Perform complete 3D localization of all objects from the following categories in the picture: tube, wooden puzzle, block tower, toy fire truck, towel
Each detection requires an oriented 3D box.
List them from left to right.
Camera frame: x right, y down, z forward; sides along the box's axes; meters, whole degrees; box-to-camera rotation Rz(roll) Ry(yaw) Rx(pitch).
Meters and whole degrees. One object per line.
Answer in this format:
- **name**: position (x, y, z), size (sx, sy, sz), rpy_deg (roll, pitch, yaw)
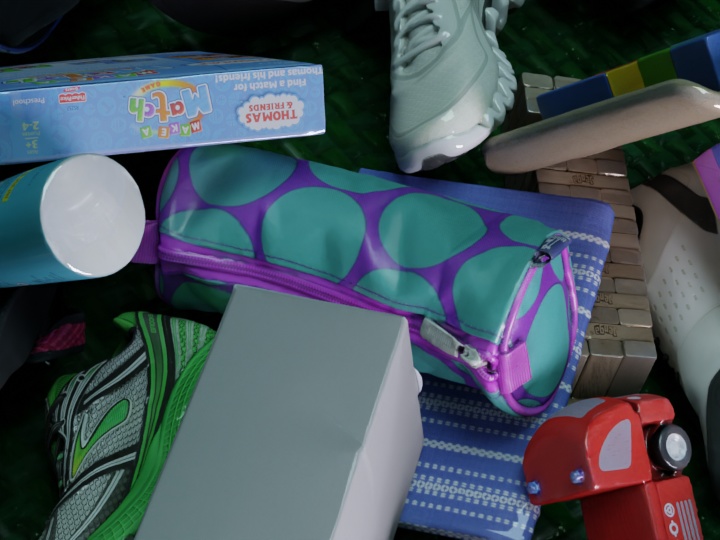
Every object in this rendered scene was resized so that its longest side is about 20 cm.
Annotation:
- **tube**: position (-0.169, -0.014, 0.839), size (0.077, 0.199, 0.051), rpy_deg (-31, 104, -37)
- **towel**: position (0.035, 0.037, 0.896), size (0.143, 0.024, 0.201), rpy_deg (8, 54, 17)
- **block tower**: position (0.111, -0.012, 0.974), size (0.053, 0.058, 0.202), rpy_deg (5, 51, -9)
- **toy fire truck**: position (0.093, 0.157, 0.790), size (0.140, 0.049, 0.202), rpy_deg (-4, 78, -38)
- **wooden puzzle**: position (0.180, -0.099, 0.916), size (0.198, 0.185, 0.047), rpy_deg (-16, 91, -28)

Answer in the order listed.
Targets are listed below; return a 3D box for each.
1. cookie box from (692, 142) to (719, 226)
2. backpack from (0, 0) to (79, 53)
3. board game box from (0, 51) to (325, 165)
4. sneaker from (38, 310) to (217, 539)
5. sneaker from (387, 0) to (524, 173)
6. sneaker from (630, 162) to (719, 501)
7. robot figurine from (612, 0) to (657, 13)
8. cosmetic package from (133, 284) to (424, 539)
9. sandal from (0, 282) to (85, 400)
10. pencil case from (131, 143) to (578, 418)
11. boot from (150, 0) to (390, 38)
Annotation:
- **cookie box**: position (0.285, -0.005, 0.940), size (0.198, 0.075, 0.173), rpy_deg (-9, 72, -39)
- **backpack**: position (-0.210, -0.208, 0.971), size (0.152, 0.201, 0.192), rpy_deg (-9, 43, 21)
- **board game box**: position (-0.120, -0.082, 0.903), size (0.150, 0.037, 0.200), rpy_deg (-7, 9, -19)
- **sneaker**: position (-0.110, 0.095, 0.823), size (0.084, 0.079, 0.201), rpy_deg (17, 39, 9)
- **sneaker**: position (0.039, -0.129, 0.987), size (0.081, 0.075, 0.201), rpy_deg (51, 31, -30)
- **sneaker**: position (0.179, 0.032, 0.958), size (0.079, 0.074, 0.202), rpy_deg (-14, 55, 24)
- **robot figurine**: position (0.132, -0.252, 1.113), size (0.125, 0.150, 0.201), rpy_deg (-37, 94, -35)
- **cosmetic package**: position (-0.039, 0.118, 0.766), size (0.089, 0.107, 0.201), rpy_deg (8, 54, 13)
- **sandal**: position (-0.156, 0.039, 0.836), size (0.045, 0.075, 0.200), rpy_deg (47, 22, -15)
- **pencil case**: position (0.000, 0.000, 0.861), size (0.198, 0.086, 0.092), rpy_deg (15, 27, 22)
- **boot**: position (-0.046, -0.237, 1.048), size (0.186, 0.068, 0.202), rpy_deg (-6, 82, -26)
